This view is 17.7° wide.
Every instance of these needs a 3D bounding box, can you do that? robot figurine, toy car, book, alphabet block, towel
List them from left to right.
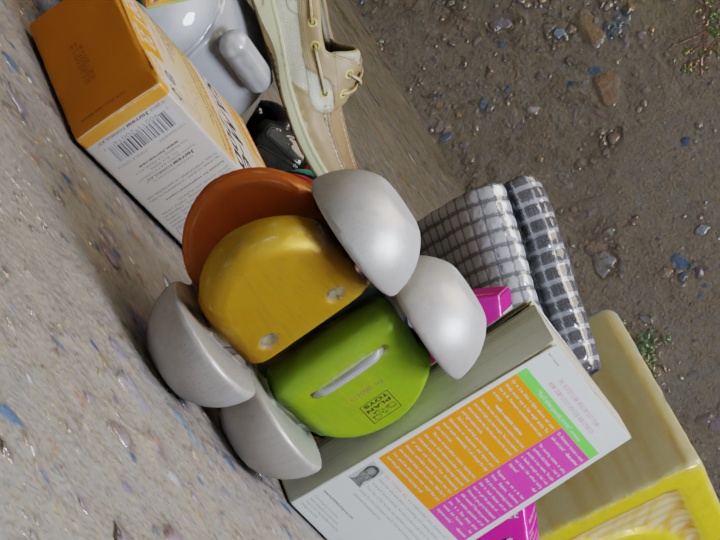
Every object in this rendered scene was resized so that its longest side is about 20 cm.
[{"bbox_3d":[-0.141,-0.185,1.802,0.169,0.113,0.200,20,-15,33],"label":"robot figurine"},{"bbox_3d":[-0.035,0.015,1.422,0.200,0.175,0.150,49,9,-41],"label":"toy car"},{"bbox_3d":[0.065,0.123,1.511,0.134,0.200,0.048,50,10,-42],"label":"book"},{"bbox_3d":[0.101,0.031,1.814,0.200,0.085,0.166,-35,-109,61],"label":"towel"},{"bbox_3d":[0.186,0.190,1.940,0.196,0.196,0.200,59,4,-43],"label":"alphabet block"}]

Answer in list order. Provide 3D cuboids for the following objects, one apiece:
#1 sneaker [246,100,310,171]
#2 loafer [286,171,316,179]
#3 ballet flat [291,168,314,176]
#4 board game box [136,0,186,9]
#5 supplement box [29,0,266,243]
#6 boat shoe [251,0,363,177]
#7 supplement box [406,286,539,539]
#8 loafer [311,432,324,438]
[{"bbox_3d":[-0.079,-0.110,2.025,0.098,0.071,0.200,35,1,-16],"label":"sneaker"},{"bbox_3d":[0.000,0.000,1.782,0.200,0.068,0.071,39,-26,19],"label":"loafer"},{"bbox_3d":[-0.044,-0.033,1.934,0.070,0.068,0.200,27,-20,12],"label":"ballet flat"},{"bbox_3d":[-0.155,-0.240,1.703,0.200,0.095,0.030,36,-45,54],"label":"board game box"},{"bbox_3d":[-0.137,-0.100,1.627,0.200,0.073,0.126,48,12,-51],"label":"supplement box"},{"bbox_3d":[-0.032,-0.159,1.800,0.074,0.066,0.201,-81,154,-70],"label":"boat shoe"},{"bbox_3d":[0.064,0.117,1.621,0.103,0.101,0.201,-14,97,-82],"label":"supplement box"},{"bbox_3d":[-0.043,0.044,1.586,0.200,0.073,0.071,62,32,-54],"label":"loafer"}]
